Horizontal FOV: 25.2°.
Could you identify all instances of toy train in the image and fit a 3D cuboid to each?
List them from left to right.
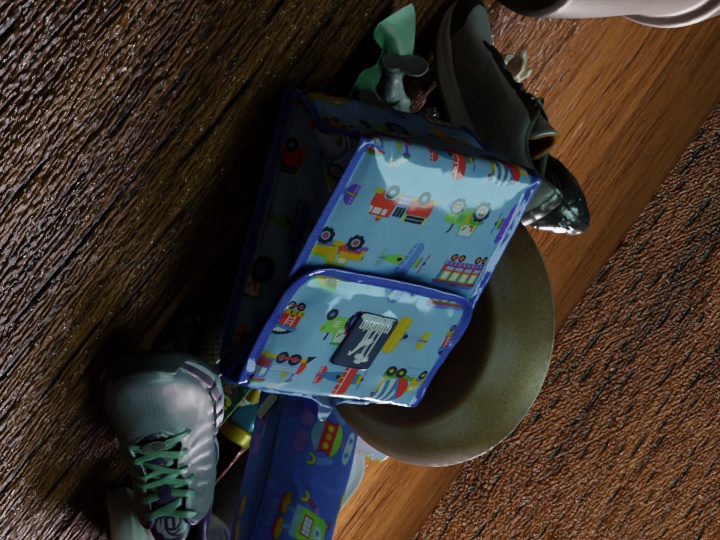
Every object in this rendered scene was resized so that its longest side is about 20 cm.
[{"bbox_3d":[-0.047,0.070,1.309,0.150,0.056,0.200,-45,163,-42],"label":"toy train"}]

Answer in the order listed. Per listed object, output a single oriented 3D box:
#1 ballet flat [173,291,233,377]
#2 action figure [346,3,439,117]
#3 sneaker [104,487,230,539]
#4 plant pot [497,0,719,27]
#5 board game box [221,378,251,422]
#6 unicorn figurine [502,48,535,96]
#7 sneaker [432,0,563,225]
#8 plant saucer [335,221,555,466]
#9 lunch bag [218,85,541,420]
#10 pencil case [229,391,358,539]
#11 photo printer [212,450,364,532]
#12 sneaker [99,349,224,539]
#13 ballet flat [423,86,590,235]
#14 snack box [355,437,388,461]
[{"bbox_3d":[-0.069,0.007,1.110,0.200,0.046,0.067,-51,179,-40],"label":"ballet flat"},{"bbox_3d":[0.015,-0.096,1.152,0.118,0.055,0.200,-57,172,-13],"label":"action figure"},{"bbox_3d":[-0.136,0.191,1.163,0.200,0.084,0.073,89,-4,-81],"label":"sneaker"},{"bbox_3d":[0.166,-0.249,1.099,0.174,0.200,0.200,-24,150,-34],"label":"plant pot"},{"bbox_3d":[-0.085,0.079,1.143,0.105,0.023,0.200,-47,178,-43],"label":"board game box"},{"bbox_3d":[0.087,-0.101,1.393,0.137,0.074,0.200,-39,147,-28],"label":"unicorn figurine"},{"bbox_3d":[0.101,-0.115,1.174,0.079,0.201,0.074,-18,151,18],"label":"sneaker"},{"bbox_3d":[0.038,0.035,1.114,0.035,0.200,0.200,4,120,-55],"label":"plant saucer"},{"bbox_3d":[-0.001,0.001,1.025,0.150,0.094,0.200,8,111,-39],"label":"lunch bag"},{"bbox_3d":[-0.054,0.165,1.176,0.087,0.078,0.200,37,57,-40],"label":"pencil case"},{"bbox_3d":[-0.089,0.212,1.357,0.200,0.069,0.166,-50,-167,-31],"label":"photo printer"},{"bbox_3d":[-0.118,0.122,1.025,0.200,0.074,0.088,82,1,-62],"label":"sneaker"},{"bbox_3d":[0.105,-0.085,1.239,0.066,0.200,0.057,-44,134,7],"label":"ballet flat"},{"bbox_3d":[0.034,0.036,1.283,0.142,0.053,0.200,137,-33,-61],"label":"snack box"}]
